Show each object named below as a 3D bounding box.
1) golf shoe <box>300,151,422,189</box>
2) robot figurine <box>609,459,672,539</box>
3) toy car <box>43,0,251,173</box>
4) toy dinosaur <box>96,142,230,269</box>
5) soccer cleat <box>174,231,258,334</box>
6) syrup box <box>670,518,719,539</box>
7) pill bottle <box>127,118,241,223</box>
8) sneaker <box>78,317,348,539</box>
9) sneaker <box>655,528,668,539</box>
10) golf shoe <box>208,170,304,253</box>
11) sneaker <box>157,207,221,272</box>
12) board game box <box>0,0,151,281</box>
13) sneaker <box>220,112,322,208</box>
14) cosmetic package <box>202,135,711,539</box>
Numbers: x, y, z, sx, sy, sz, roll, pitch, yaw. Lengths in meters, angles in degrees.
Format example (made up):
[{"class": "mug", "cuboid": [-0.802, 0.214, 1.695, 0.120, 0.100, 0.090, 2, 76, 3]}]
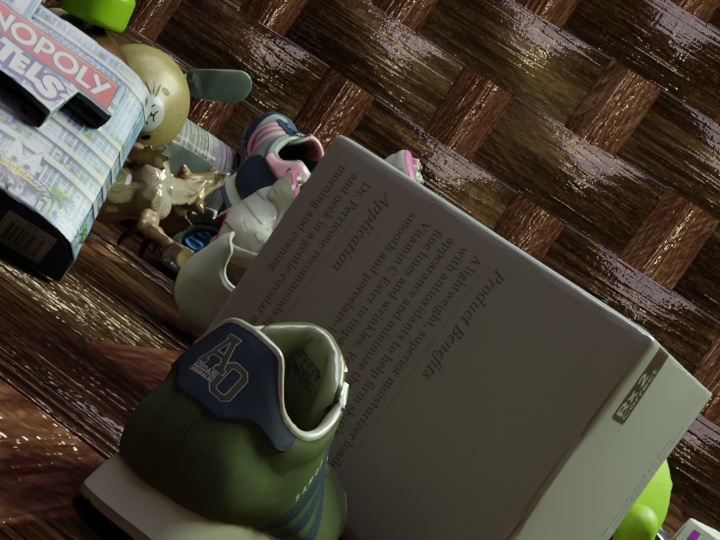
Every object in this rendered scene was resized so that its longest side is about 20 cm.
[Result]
[{"class": "golf shoe", "cuboid": [0.000, 0.000, 1.044, 0.075, 0.091, 0.200, -104, -171, -46]}, {"class": "robot figurine", "cuboid": [0.134, 0.139, 0.993, 0.175, 0.116, 0.200, 38, 7, 37]}, {"class": "toy car", "cuboid": [-0.188, -0.138, 1.209, 0.200, 0.165, 0.158, 20, 10, -32]}, {"class": "toy dinosaur", "cuboid": [-0.193, -0.061, 1.115, 0.200, 0.086, 0.136, 16, -2, -21]}, {"class": "soccer cleat", "cuboid": [-0.032, 0.045, 0.991, 0.200, 0.078, 0.069, 30, 36, -21]}, {"class": "syrup box", "cuboid": [0.317, 0.280, 1.120, 0.200, 0.081, 0.079, 37, 2, 30]}, {"class": "pill bottle", "cuboid": [-0.171, -0.082, 1.368, 0.200, 0.111, 0.111, 33, 3, -28]}, {"class": "sneaker", "cuboid": [-0.031, 0.065, 0.583, 0.067, 0.090, 0.200, 34, 2, 18]}, {"class": "sneaker", "cuboid": [0.183, 0.173, 1.129, 0.200, 0.070, 0.082, 69, 10, 27]}, {"class": "golf shoe", "cuboid": [-0.071, -0.001, 1.125, 0.200, 0.091, 0.075, -94, 164, -61]}, {"class": "sneaker", "cuboid": [-0.076, 0.007, 1.243, 0.200, 0.075, 0.087, 26, -14, 2]}, {"class": "board game box", "cuboid": [-0.218, -0.126, 0.879, 0.200, 0.062, 0.200, 33, 43, -16]}, {"class": "sneaker", "cuboid": [-0.064, -0.099, 1.323, 0.070, 0.082, 0.200, 54, 20, -22]}, {"class": "cosmetic package", "cuboid": [0.046, 0.063, 0.775, 0.200, 0.165, 0.165, 36, 3, 26]}]
